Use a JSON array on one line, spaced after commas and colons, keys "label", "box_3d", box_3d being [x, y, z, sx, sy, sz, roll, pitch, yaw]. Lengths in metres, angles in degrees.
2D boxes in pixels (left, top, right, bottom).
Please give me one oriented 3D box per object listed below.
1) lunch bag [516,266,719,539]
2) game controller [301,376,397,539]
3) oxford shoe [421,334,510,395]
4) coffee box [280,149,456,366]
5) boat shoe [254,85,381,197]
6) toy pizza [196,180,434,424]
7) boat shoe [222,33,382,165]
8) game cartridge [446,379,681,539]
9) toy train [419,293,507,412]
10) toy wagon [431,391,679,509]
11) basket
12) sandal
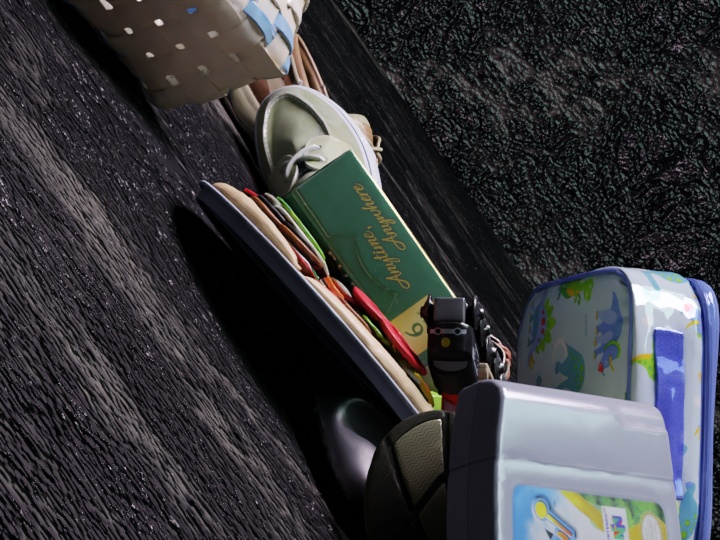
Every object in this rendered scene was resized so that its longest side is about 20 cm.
[{"label": "lunch bag", "box_3d": [0.164, 0.101, 1.753, 0.161, 0.082, 0.201, 161, -67, -65]}, {"label": "game controller", "box_3d": [0.032, 0.138, 1.383, 0.200, 0.042, 0.104, 51, 23, -38]}, {"label": "oxford shoe", "box_3d": [0.072, 0.083, 1.743, 0.071, 0.075, 0.200, 56, 5, 24]}, {"label": "coffee box", "box_3d": [0.000, 0.000, 1.554, 0.123, 0.044, 0.200, 55, -8, 0]}, {"label": "boat shoe", "box_3d": [-0.021, -0.049, 1.736, 0.062, 0.072, 0.200, 51, 10, -54]}, {"label": "toy pizza", "box_3d": [-0.011, 0.024, 1.425, 0.200, 0.032, 0.200, 48, -4, 5]}, {"label": "boat shoe", "box_3d": [-0.024, -0.077, 1.831, 0.200, 0.074, 0.076, 58, 7, 21]}, {"label": "game cartridge", "box_3d": [0.097, 0.151, 1.256, 0.133, 0.040, 0.200, 8, 68, -39]}, {"label": "toy train", "box_3d": [0.058, 0.061, 1.445, 0.200, 0.034, 0.046, 66, 27, -69]}, {"label": "toy wagon", "box_3d": [0.085, 0.114, 1.607, 0.200, 0.040, 0.155, 13, 8, -36]}, {"label": "basket", "box_3d": [-0.100, -0.209, 1.539, 0.176, 0.139, 0.200, 51, 39, -43]}, {"label": "sandal", "box_3d": [0.058, 0.164, 1.299, 0.201, 0.080, 0.057, 64, -13, -3]}]
